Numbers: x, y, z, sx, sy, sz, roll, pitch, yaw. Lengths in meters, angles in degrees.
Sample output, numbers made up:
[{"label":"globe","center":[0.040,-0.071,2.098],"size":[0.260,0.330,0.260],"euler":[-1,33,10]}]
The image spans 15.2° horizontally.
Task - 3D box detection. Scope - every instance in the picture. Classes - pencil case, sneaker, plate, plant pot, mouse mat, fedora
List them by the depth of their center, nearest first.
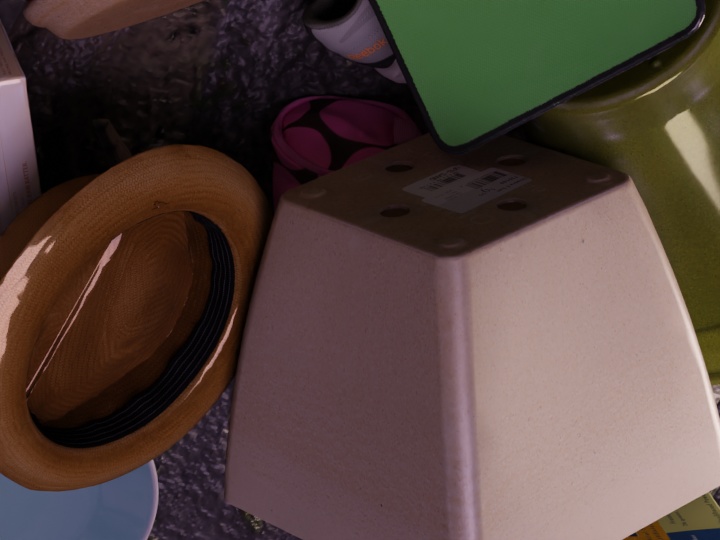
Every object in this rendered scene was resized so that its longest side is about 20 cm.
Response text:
[{"label":"mouse mat","center":[0.069,-0.179,1.382],"size":[0.161,0.200,0.008],"euler":[-27,172,21]},{"label":"fedora","center":[-0.137,0.015,1.403],"size":[0.200,0.082,0.201],"euler":[-24,130,-32]},{"label":"plant pot","center":[0.054,0.035,1.412],"size":[0.200,0.200,0.177],"euler":[-23,119,-36]},{"label":"sneaker","center":[0.033,-0.193,1.429],"size":[0.079,0.074,0.200],"euler":[14,115,-22]},{"label":"plant pot","center":[0.173,-0.073,1.475],"size":[0.200,0.200,0.193],"euler":[-34,131,2]},{"label":"pencil case","center":[0.000,0.000,1.533],"size":[0.093,0.091,0.200],"euler":[4,126,12]},{"label":"plate","center":[-0.216,0.137,1.566],"size":[0.200,0.026,0.200],"euler":[-11,130,-13]}]

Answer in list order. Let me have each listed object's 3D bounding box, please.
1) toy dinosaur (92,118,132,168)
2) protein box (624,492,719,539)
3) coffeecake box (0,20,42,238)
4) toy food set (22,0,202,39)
[{"label":"toy dinosaur","center":[-0.129,-0.007,1.489],"size":[0.088,0.047,0.200],"euler":[-14,139,-37]},{"label":"protein box","center":[0.142,0.265,1.733],"size":[0.200,0.135,0.199],"euler":[-5,124,-20]},{"label":"coffeecake box","center":[-0.269,-0.033,1.408],"size":[0.200,0.073,0.154],"euler":[-14,128,-14]},{"label":"toy food set","center":[-0.081,-0.166,1.338],"size":[0.198,0.200,0.049],"euler":[-22,92,-7]}]
